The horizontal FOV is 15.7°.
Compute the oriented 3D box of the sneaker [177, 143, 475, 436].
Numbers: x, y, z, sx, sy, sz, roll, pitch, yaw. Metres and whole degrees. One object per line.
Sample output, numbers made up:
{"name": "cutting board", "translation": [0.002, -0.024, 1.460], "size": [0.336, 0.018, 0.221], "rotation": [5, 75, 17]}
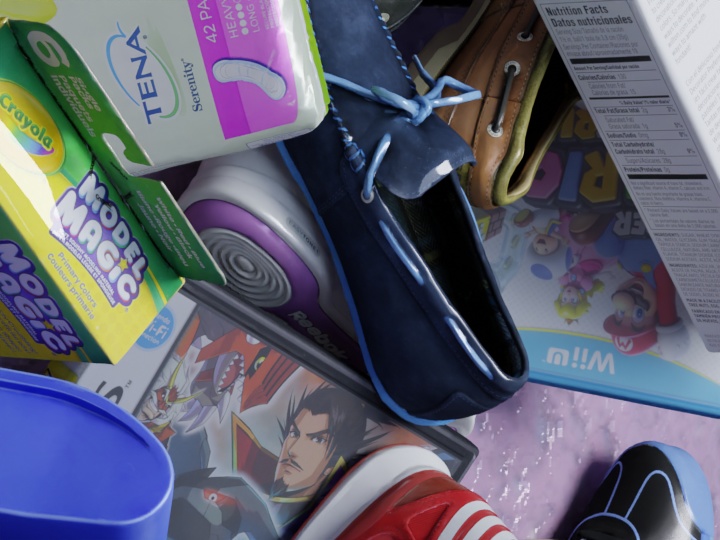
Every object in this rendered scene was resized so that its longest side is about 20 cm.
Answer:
{"name": "sneaker", "translation": [0.000, 0.000, 1.117], "size": [0.200, 0.074, 0.100], "rotation": [52, 42, -40]}

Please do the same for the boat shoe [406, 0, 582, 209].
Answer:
{"name": "boat shoe", "translation": [0.085, -0.103, 1.136], "size": [0.201, 0.068, 0.072], "rotation": [-57, 149, -23]}

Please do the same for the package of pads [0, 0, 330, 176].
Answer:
{"name": "package of pads", "translation": [-0.108, -0.131, 0.961], "size": [0.068, 0.153, 0.201], "rotation": [-82, 158, -74]}

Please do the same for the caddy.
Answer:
{"name": "caddy", "translation": [-0.155, 0.112, 0.914], "size": [0.199, 0.105, 0.142], "rotation": [12, 57, -9]}

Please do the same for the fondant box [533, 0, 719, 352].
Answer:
{"name": "fondant box", "translation": [0.169, -0.084, 1.127], "size": [0.144, 0.058, 0.201], "rotation": [-49, 125, -32]}

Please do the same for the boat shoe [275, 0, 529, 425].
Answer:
{"name": "boat shoe", "translation": [0.022, -0.040, 1.045], "size": [0.084, 0.068, 0.201], "rotation": [-36, 106, -45]}

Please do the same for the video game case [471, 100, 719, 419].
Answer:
{"name": "video game case", "translation": [0.116, -0.044, 1.197], "size": [0.018, 0.142, 0.202], "rotation": [75, 27, -81]}

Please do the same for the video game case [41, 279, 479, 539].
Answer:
{"name": "video game case", "translation": [-0.067, 0.106, 1.048], "size": [0.200, 0.025, 0.181], "rotation": [33, 90, -39]}

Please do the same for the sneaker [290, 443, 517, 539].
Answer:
{"name": "sneaker", "translation": [-0.009, 0.169, 1.025], "size": [0.078, 0.115, 0.201], "rotation": [38, 88, -40]}

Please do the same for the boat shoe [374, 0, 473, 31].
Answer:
{"name": "boat shoe", "translation": [0.002, -0.131, 1.117], "size": [0.199, 0.070, 0.064], "rotation": [-12, 99, -44]}

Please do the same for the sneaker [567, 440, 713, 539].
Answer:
{"name": "sneaker", "translation": [0.109, 0.170, 1.230], "size": [0.078, 0.070, 0.201], "rotation": [29, 72, -45]}

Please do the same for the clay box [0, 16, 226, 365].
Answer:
{"name": "clay box", "translation": [-0.145, -0.026, 0.891], "size": [0.048, 0.199, 0.115], "rotation": [-50, 123, -30]}
